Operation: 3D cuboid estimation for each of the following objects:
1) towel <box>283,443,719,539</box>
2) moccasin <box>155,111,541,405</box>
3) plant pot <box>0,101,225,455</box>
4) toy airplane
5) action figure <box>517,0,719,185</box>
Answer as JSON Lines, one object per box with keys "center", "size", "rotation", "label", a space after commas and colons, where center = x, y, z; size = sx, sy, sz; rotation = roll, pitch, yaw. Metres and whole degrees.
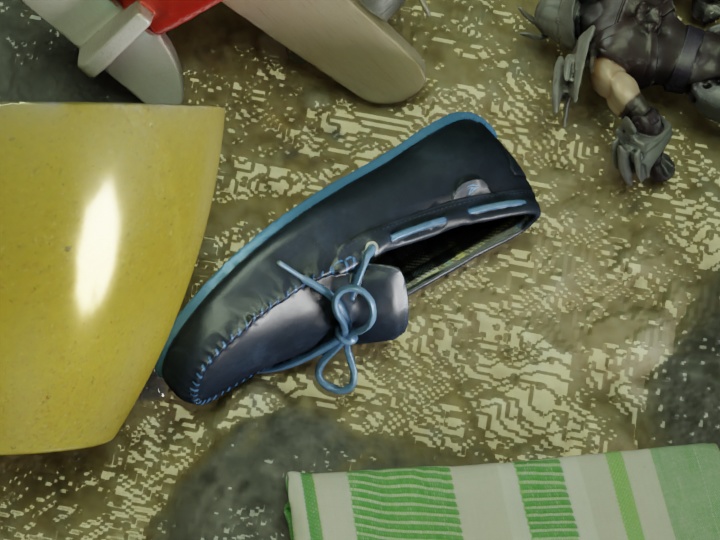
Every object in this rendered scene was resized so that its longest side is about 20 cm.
{"center": [0.072, 0.133, 1.008], "size": [0.199, 0.023, 0.153], "rotation": [-4, 40, -6], "label": "towel"}
{"center": [0.000, 0.000, 1.060], "size": [0.200, 0.081, 0.068], "rotation": [-37, 73, -19], "label": "moccasin"}
{"center": [-0.156, 0.002, 0.999], "size": [0.199, 0.200, 0.143], "rotation": [-1, 92, -7], "label": "plant pot"}
{"center": [-0.062, -0.167, 1.085], "size": [0.198, 0.200, 0.141], "rotation": [8, 50, 10], "label": "toy airplane"}
{"center": [0.170, -0.095, 1.131], "size": [0.199, 0.069, 0.131], "rotation": [17, 72, 6], "label": "action figure"}
